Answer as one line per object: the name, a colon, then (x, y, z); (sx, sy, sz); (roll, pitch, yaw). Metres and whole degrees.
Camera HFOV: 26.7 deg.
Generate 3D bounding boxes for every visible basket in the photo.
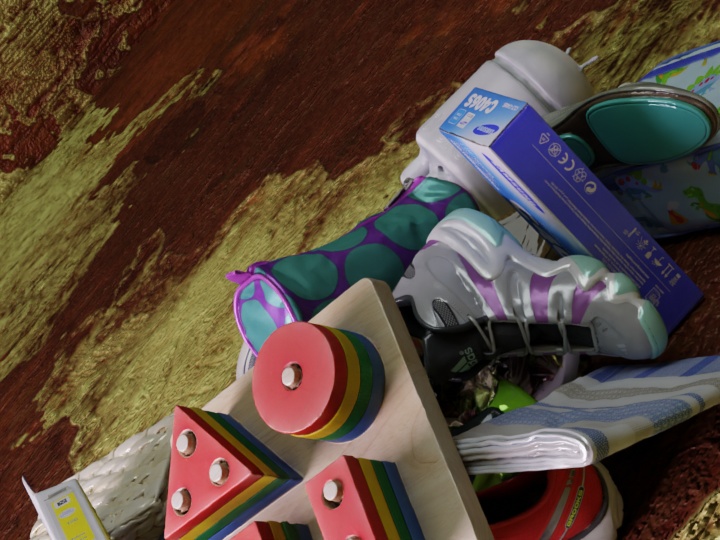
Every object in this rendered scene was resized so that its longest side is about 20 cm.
basket: (-0.179, 0.223, 1.280); (0.200, 0.123, 0.136); (-32, 26, 28)

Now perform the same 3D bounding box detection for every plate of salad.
plate of salad: (0.078, 0.104, 1.137); (0.200, 0.048, 0.200); (-38, 23, 19)

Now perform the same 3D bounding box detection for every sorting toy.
sorting toy: (-0.042, 0.134, 0.928); (0.200, 0.069, 0.199); (-39, 56, 28)

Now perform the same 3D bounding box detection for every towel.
towel: (0.150, 0.085, 0.935); (0.200, 0.024, 0.147); (-17, 3, -39)

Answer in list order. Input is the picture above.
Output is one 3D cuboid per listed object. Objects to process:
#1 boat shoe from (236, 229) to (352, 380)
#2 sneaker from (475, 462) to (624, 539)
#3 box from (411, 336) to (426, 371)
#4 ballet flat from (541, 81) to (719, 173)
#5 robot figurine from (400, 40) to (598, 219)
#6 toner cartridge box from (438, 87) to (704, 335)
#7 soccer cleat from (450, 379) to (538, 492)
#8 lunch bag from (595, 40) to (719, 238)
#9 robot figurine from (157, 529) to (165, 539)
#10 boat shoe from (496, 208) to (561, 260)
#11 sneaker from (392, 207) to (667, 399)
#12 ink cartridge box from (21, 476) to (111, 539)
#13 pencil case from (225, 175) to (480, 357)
boat shoe: (-0.022, 0.033, 1.261); (0.200, 0.075, 0.093); (-53, 16, -19)
sneaker: (0.071, 0.178, 0.970); (0.200, 0.085, 0.077); (-41, 21, 9)
box: (0.002, 0.080, 1.084); (0.075, 0.050, 0.200); (-30, 1, 25)
ballet flat: (0.177, -0.106, 1.094); (0.200, 0.067, 0.064); (-17, 33, 46)
robot figurine: (0.130, -0.125, 1.356); (0.200, 0.113, 0.170); (-45, 32, 1)
toner cartridge box: (0.148, -0.041, 1.064); (0.043, 0.200, 0.095); (-48, 22, -4)
soccer cleat: (0.053, 0.160, 1.040); (0.200, 0.068, 0.081); (-43, 40, 5)
lunch bag: (0.276, -0.111, 1.123); (0.200, 0.082, 0.161); (-13, 35, 51)
robot figurine: (-0.074, 0.198, 1.115); (0.200, 0.150, 0.125); (-50, -8, 14)
boat shoe: (0.142, -0.020, 1.236); (0.073, 0.063, 0.201); (34, 84, 40)
sneaker: (0.098, 0.047, 1.034); (0.200, 0.078, 0.140); (24, 60, 39)
ink cartridge box: (-0.182, 0.259, 1.133); (0.047, 0.198, 0.200); (-26, 20, -11)
pencil case: (0.000, 0.000, 1.164); (0.200, 0.093, 0.085); (-30, 2, -32)
